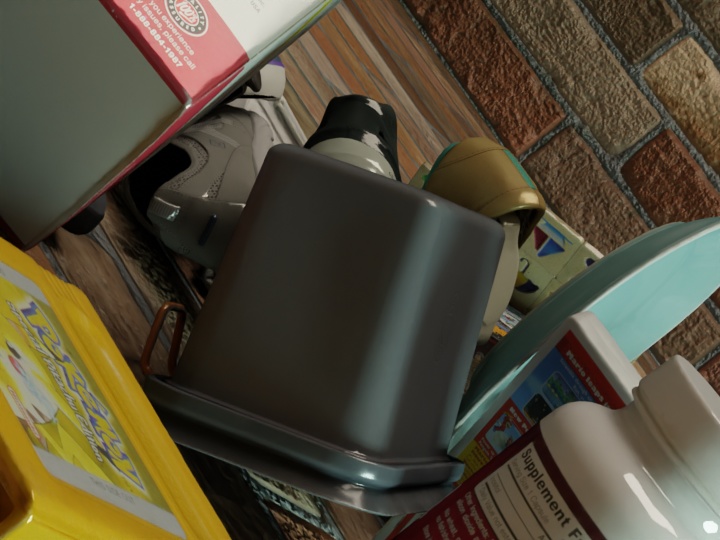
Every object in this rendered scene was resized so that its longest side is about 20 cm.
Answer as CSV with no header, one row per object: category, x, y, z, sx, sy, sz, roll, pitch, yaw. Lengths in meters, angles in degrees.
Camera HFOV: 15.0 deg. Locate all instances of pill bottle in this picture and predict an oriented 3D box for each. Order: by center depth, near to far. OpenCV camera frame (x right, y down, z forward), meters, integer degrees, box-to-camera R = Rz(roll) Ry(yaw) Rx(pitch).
pill bottle,0.084,0.131,1.168,0.113,0.200,0.113,50,9,-11

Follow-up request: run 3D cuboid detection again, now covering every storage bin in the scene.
storage bin,-0.014,0.021,1.217,0.145,0.135,0.200,19,0,15

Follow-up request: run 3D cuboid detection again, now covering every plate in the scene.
plate,0.115,0.027,1.354,0.026,0.200,0.200,53,8,14

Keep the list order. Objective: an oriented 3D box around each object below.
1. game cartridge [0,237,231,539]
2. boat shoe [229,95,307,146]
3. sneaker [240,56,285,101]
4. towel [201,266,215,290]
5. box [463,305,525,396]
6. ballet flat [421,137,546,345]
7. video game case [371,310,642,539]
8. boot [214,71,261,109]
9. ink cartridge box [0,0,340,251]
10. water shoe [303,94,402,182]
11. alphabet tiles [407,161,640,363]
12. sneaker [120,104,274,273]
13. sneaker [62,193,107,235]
game cartridge,-0.118,0.049,1.010,0.177,0.032,0.200,56,10,27
boat shoe,-0.029,-0.043,1.668,0.073,0.065,0.200,35,-14,46
sneaker,-0.099,-0.175,1.544,0.080,0.148,0.200,0,10,-25
towel,-0.012,0.053,1.549,0.200,0.034,0.193,51,8,-6
box,0.033,0.019,1.522,0.199,0.040,0.137,33,9,12
ballet flat,0.029,0.033,1.325,0.068,0.201,0.063,3,28,-46
video game case,0.091,0.134,1.283,0.017,0.200,0.143,-16,63,-44
boot,-0.140,-0.149,1.472,0.069,0.199,0.175,49,39,-51
ink cartridge box,-0.101,-0.137,1.209,0.146,0.144,0.200,51,44,-2
water shoe,0.000,0.000,1.395,0.079,0.071,0.201,-75,173,-45
alphabet tiles,0.071,0.030,1.601,0.166,0.200,0.006,40,44,4
sneaker,-0.092,-0.057,1.451,0.082,0.075,0.200,26,8,-21
sneaker,-0.156,-0.111,1.284,0.200,0.087,0.074,56,10,30
